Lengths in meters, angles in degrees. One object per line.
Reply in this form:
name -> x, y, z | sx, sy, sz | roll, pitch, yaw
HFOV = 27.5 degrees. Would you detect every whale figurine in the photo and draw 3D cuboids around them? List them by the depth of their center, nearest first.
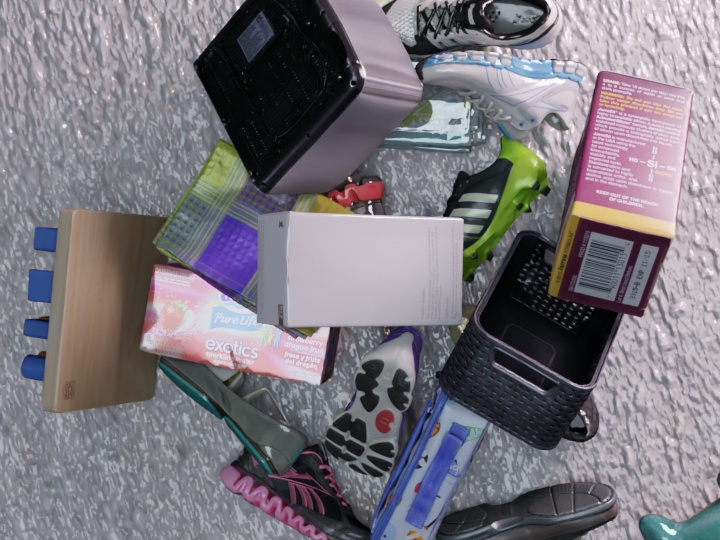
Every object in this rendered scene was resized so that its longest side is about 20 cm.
whale figurine -> 0.390, 0.283, 1.515 | 0.197, 0.104, 0.161 | -5, 91, 6

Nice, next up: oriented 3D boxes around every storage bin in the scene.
storage bin -> 0.177, 0.066, 1.476 | 0.134, 0.200, 0.094 | 29, 127, 4

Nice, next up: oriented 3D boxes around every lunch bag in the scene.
lunch bag -> 0.078, 0.193, 1.514 | 0.075, 0.160, 0.202 | 25, 98, 5

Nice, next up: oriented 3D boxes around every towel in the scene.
towel -> -0.099, -0.034, 1.516 | 0.199, 0.023, 0.144 | 31, 78, 11
towel -> 0.040, -0.217, 1.571 | 0.197, 0.048, 0.173 | 4, 89, 6

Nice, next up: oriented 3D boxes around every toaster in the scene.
toaster -> -0.053, -0.203, 1.486 | 0.200, 0.118, 0.182 | -44, 63, 30

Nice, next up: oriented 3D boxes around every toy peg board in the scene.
toy peg board -> -0.297, 0.037, 1.544 | 0.097, 0.199, 0.203 | 6, 92, 21

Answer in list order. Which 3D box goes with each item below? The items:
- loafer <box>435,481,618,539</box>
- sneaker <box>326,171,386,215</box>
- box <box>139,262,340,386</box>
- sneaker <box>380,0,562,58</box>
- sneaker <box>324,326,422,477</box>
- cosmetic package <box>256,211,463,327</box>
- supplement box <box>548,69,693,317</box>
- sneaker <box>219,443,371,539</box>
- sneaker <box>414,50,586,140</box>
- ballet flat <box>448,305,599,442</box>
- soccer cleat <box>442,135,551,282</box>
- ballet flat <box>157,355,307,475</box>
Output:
loafer -> 0.180, 0.276, 1.563 | 0.198, 0.072, 0.064 | -14, 110, 13
sneaker -> -0.059, -0.029, 1.571 | 0.198, 0.071, 0.099 | -20, 87, 5
box -> -0.123, 0.055, 1.564 | 0.198, 0.103, 0.096 | 11, 92, 6
sneaker -> 0.106, -0.262, 1.498 | 0.197, 0.088, 0.077 | -5, 90, 7
sneaker -> 0.026, 0.139, 1.539 | 0.080, 0.084, 0.201 | 30, 132, 6
cosmetic package -> 0.000, 0.000, 1.457 | 0.198, 0.081, 0.114 | 3, 90, -26
supplement box -> 0.259, -0.077, 1.462 | 0.102, 0.132, 0.201 | 13, 53, 5
sneaker -> -0.051, 0.234, 1.570 | 0.199, 0.079, 0.096 | 29, 78, 16
sneaker -> 0.145, -0.179, 1.512 | 0.198, 0.075, 0.088 | 3, 95, -25
ballet flat -> 0.175, 0.105, 1.557 | 0.199, 0.057, 0.067 | 39, 94, 4
soccer cleat -> 0.115, -0.053, 1.562 | 0.200, 0.067, 0.081 | -47, 63, 9
ballet flat -> -0.133, 0.140, 1.574 | 0.064, 0.068, 0.200 | -44, 62, -13
